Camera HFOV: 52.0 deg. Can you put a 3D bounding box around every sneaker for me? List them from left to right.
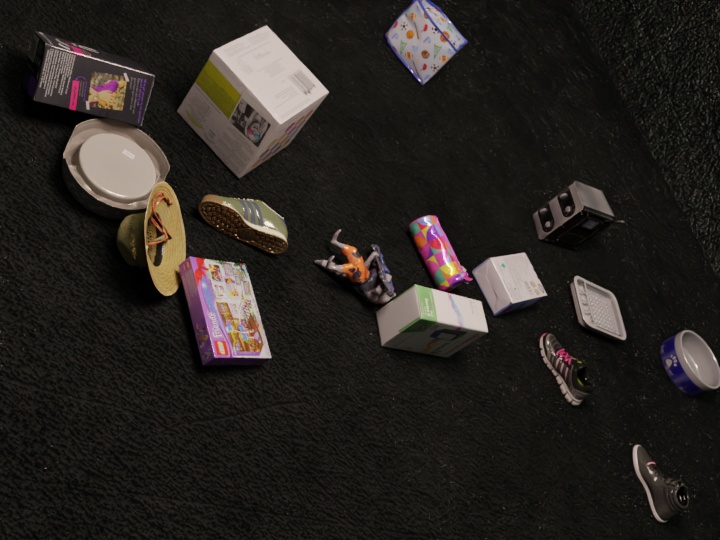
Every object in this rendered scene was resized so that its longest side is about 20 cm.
[{"bbox_3d":[-0.235,-0.112,1.509,0.200,0.067,0.090,28,39,-25],"label":"sneaker"},{"bbox_3d":[0.542,0.245,1.918,0.074,0.087,0.201,-9,68,-45],"label":"sneaker"},{"bbox_3d":[0.782,0.539,1.913,0.070,0.099,0.201,8,55,-35],"label":"sneaker"}]

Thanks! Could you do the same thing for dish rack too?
[{"bbox_3d":[0.693,0.119,2.178,0.199,0.044,0.172,21,49,-30],"label":"dish rack"}]

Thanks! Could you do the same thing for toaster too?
[{"bbox_3d":[0.652,-0.161,2.238,0.199,0.181,0.119,12,53,-35],"label":"toaster"}]

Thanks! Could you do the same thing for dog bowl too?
[{"bbox_3d":[-0.453,-0.183,1.364,0.199,0.059,0.201,23,48,-29],"label":"dog bowl"},{"bbox_3d":[1.045,0.294,2.337,0.199,0.079,0.201,23,49,-29],"label":"dog bowl"}]

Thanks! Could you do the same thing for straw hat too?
[{"bbox_3d":[-0.382,-0.055,1.308,0.085,0.201,0.202,-1,52,6],"label":"straw hat"}]

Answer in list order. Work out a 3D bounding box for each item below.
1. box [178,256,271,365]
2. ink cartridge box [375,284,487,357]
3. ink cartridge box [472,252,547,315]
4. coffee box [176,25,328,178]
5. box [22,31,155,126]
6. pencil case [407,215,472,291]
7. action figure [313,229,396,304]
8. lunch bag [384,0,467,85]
[{"bbox_3d":[-0.249,0.076,1.357,0.137,0.039,0.201,10,55,-50],"label":"box"},{"bbox_3d":[0.157,0.115,1.626,0.199,0.145,0.088,13,54,-35],"label":"ink cartridge box"},{"bbox_3d":[0.406,0.032,1.959,0.199,0.076,0.137,-9,68,-43],"label":"ink cartridge box"},{"bbox_3d":[-0.230,-0.360,1.584,0.200,0.198,0.200,46,42,-2],"label":"coffee box"},{"bbox_3d":[-0.504,-0.354,1.372,0.199,0.106,0.122,9,20,-38],"label":"box"},{"bbox_3d":[0.194,-0.042,1.820,0.088,0.088,0.201,-15,71,-46],"label":"pencil case"},{"bbox_3d":[0.000,0.000,1.636,0.193,0.105,0.200,42,16,-20],"label":"action figure"},{"bbox_3d":[0.192,-0.697,2.222,0.200,0.170,0.124,45,38,-5],"label":"lunch bag"}]
